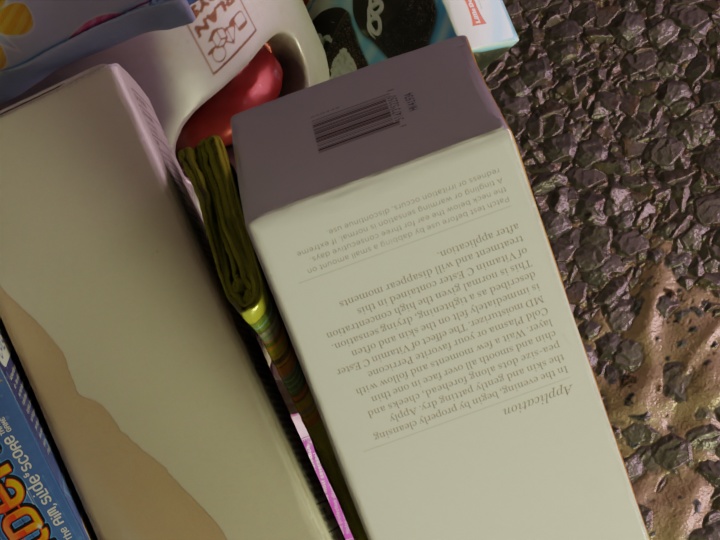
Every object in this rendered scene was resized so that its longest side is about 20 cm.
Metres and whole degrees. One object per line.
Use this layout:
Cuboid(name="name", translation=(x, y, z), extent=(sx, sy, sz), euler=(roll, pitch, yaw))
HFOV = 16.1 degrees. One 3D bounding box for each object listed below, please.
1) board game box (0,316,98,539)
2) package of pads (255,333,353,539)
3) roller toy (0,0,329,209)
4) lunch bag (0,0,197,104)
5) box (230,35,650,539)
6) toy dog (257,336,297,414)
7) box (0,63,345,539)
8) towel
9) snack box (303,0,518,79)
Cuboid(name="board game box", translation=(-0.131, 0.055, 0.986), extent=(0.200, 0.034, 0.136), euler=(-110, 175, -79))
Cuboid(name="package of pads", translation=(-0.007, 0.071, 1.256), extent=(0.200, 0.075, 0.121), euler=(-110, -173, -68))
Cuboid(name="roller toy", translation=(-0.115, -0.103, 1.139), extent=(0.183, 0.200, 0.140), euler=(-101, 168, -56))
Cuboid(name="lunch bag", translation=(-0.157, -0.157, 0.964), extent=(0.127, 0.169, 0.200), euler=(64, 2, -67))
Cuboid(name="box", translation=(0.032, 0.034, 0.937), extent=(0.124, 0.097, 0.200), euler=(-105, 175, -69))
Cuboid(name="toy dog", translation=(0.000, 0.000, 1.144), extent=(0.096, 0.132, 0.200), euler=(39, 4, -34))
Cuboid(name="box", translation=(-0.080, 0.032, 0.949), extent=(0.095, 0.078, 0.200), euler=(55, 11, -84))
Cuboid(name="towel", translation=(-0.025, 0.043, 0.963), extent=(0.200, 0.018, 0.086), euler=(68, 4, -49))
Cuboid(name="snack box", translation=(-0.011, -0.116, 1.204), extent=(0.200, 0.037, 0.116), euler=(-37, -108, 53))
